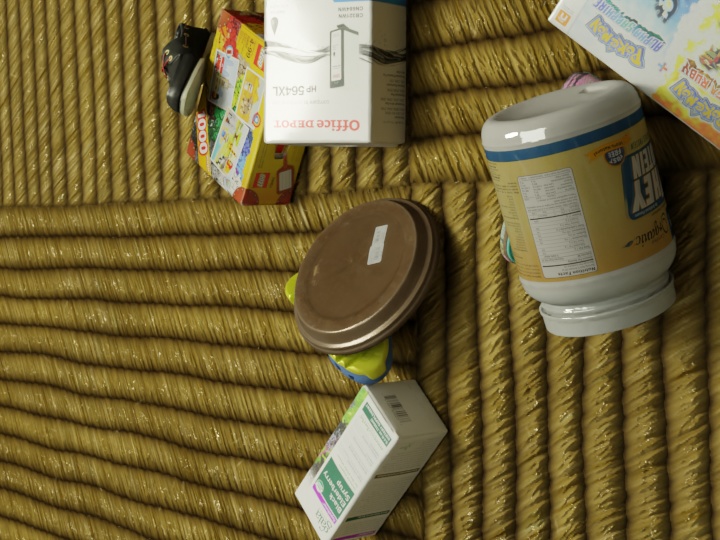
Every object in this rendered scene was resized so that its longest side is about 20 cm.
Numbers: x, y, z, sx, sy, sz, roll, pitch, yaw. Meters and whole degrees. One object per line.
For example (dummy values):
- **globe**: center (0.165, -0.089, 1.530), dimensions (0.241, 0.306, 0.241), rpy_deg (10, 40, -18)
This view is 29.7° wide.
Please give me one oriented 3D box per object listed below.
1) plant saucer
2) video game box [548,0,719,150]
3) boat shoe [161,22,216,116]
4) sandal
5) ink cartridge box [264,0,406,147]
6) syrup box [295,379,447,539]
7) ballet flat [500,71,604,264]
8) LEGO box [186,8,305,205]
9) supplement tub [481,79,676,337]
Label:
- **plant saucer**: center (0.000, 0.000, 1.506), dimensions (0.199, 0.029, 0.201), rpy_deg (-25, 45, 27)
- **video game box**: center (0.284, -0.230, 1.142), dimensions (0.200, 0.047, 0.183), rpy_deg (39, 128, 12)
- **boat shoe**: center (-0.227, -0.257, 1.737), dimensions (0.202, 0.063, 0.074), rpy_deg (-86, 14, -58)
- **sandal**: center (-0.014, 0.072, 1.561), dimensions (0.200, 0.079, 0.087), rpy_deg (53, 169, 52)
- **ink cartridge box**: center (-0.029, -0.240, 1.527), dimensions (0.145, 0.084, 0.201), rpy_deg (2, 95, 29)
- **syrup box**: center (0.009, 0.221, 1.552), dimensions (0.079, 0.081, 0.200), rpy_deg (56, 131, 32)
- **ballet flat**: center (0.187, -0.102, 1.326), dimensions (0.201, 0.069, 0.071), rpy_deg (-67, 28, 24)
- **LEGO box**: center (-0.130, -0.204, 1.694), dimensions (0.149, 0.077, 0.201), rpy_deg (41, 124, 42)
- **supplement tub**: center (0.200, -0.056, 1.215), dimensions (0.144, 0.144, 0.201), rpy_deg (0, 111, 51)
